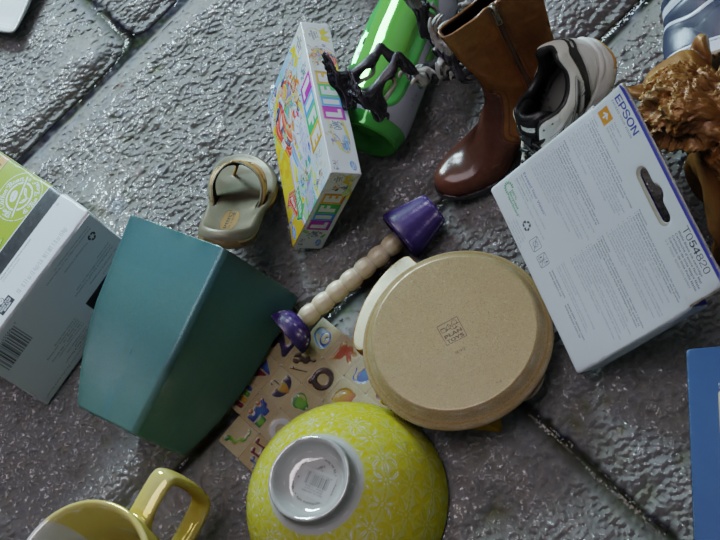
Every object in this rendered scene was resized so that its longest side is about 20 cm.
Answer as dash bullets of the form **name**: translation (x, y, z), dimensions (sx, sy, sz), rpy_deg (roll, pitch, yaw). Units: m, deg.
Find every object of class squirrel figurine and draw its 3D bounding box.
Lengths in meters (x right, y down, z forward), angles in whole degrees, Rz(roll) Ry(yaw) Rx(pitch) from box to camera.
- **squirrel figurine**: translation (0.320, -0.132, 1.212), dimensions (0.141, 0.200, 0.187), rpy_deg (-34, 64, 11)

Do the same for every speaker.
- **speaker**: translation (0.039, -0.227, 1.466), dimensions (0.088, 0.088, 0.201), rpy_deg (12, 71, 30)

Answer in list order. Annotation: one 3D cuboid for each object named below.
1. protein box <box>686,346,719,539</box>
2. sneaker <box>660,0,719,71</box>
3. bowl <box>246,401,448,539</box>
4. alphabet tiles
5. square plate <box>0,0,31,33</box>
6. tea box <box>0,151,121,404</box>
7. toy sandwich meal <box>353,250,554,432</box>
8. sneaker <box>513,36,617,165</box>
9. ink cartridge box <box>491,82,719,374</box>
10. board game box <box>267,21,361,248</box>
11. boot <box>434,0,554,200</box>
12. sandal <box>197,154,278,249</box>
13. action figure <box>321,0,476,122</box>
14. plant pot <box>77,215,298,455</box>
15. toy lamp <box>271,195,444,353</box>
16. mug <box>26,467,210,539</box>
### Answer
- **protein box**: translation (0.369, 0.170, 1.071), dimensions (0.198, 0.135, 0.201), rpy_deg (-7, 62, 22)
- **sneaker**: translation (0.387, -0.255, 1.322), dimensions (0.199, 0.070, 0.109), rpy_deg (-16, 61, 21)
- **bowl**: translation (-0.028, 0.206, 1.254), dimensions (0.199, 0.108, 0.201), rpy_deg (-8, 65, 18)
- **alphabet tiles**: translation (-0.048, 0.145, 1.364), dimensions (0.200, 0.006, 0.167), rpy_deg (37, 84, 35)
- **square plate**: translation (-0.496, -0.410, 1.851), dimensions (0.199, 0.028, 0.199), rpy_deg (12, 70, 30)
- **tea box**: translation (-0.384, 0.003, 1.520), dimensions (0.196, 0.134, 0.200), rpy_deg (29, 80, 34)
- **toy sandwich meal**: translation (0.089, 0.071, 1.303), dimensions (0.204, 0.070, 0.206), rpy_deg (-7, 61, 14)
- **sneaker**: translation (0.175, -0.129, 1.307), dimensions (0.076, 0.087, 0.201), rpy_deg (29, 112, 44)
- **ink cartridge box**: translation (0.223, -0.035, 1.204), dimensions (0.200, 0.040, 0.200), rpy_deg (-39, 69, 50)
- **board game box**: translation (-0.052, -0.143, 1.444), dimensions (0.034, 0.135, 0.201), rpy_deg (2, 56, -21)
- **boot**: translation (0.123, -0.171, 1.325), dimensions (0.188, 0.200, 0.069), rpy_deg (-32, 55, 8)
- **sandal**: translation (-0.133, -0.086, 1.450), dimensions (0.080, 0.054, 0.200), rpy_deg (-2, 28, 5)
- **action figure**: translation (0.068, -0.229, 1.370), dimensions (0.200, 0.102, 0.119), rpy_deg (-27, 35, -14)
- **plant pot**: translation (-0.191, 0.075, 1.391), dimensions (0.141, 0.141, 0.201), rpy_deg (19, 80, 36)
- **toy lamp**: translation (0.000, 0.000, 1.381), dimensions (0.200, 0.058, 0.058), rpy_deg (-41, 55, -3)
- **mug**: translation (-0.209, 0.299, 1.272), dimensions (0.186, 0.153, 0.150), rpy_deg (-33, 55, 6)
